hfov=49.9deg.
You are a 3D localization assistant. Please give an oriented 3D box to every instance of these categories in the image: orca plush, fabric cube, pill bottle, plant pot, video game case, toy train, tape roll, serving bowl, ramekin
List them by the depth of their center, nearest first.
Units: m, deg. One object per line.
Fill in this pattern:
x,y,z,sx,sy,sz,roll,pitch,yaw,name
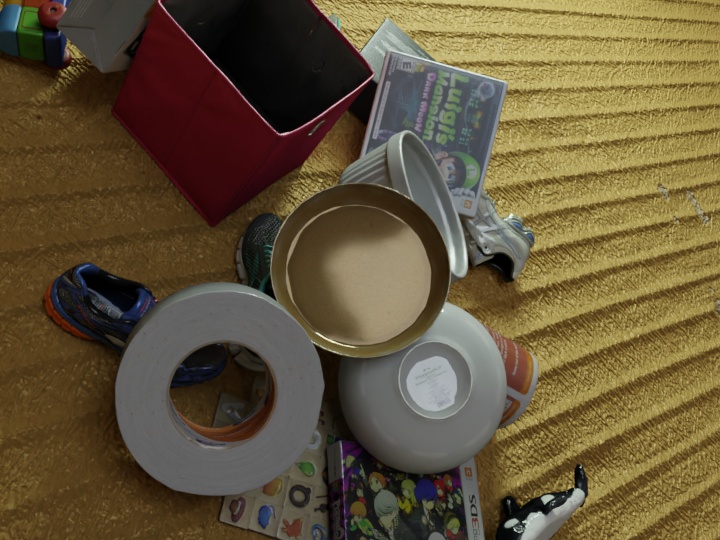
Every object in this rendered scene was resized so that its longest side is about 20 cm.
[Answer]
-0.138,0.115,0.761,0.198,0.066,0.202,-1,96,-14,tape roll
0.000,0.000,0.853,0.198,0.028,0.202,1,72,-5,plant pot
0.076,0.125,0.866,0.198,0.066,0.202,2,78,-9,serving bowl
0.056,0.294,0.877,0.199,0.036,0.183,14,57,-29,video game case
-0.395,-0.339,0.918,0.115,0.085,0.202,5,61,-16,toy train
-0.142,-0.213,0.930,0.200,0.199,0.196,48,48,-1,fabric cube
0.217,0.294,0.969,0.071,0.106,0.199,35,45,30,orca plush
0.117,0.109,0.977,0.199,0.112,0.113,31,51,-16,pill bottle
0.052,-0.066,0.994,0.200,0.104,0.201,50,28,-39,ramekin
0.099,-0.192,1.094,0.180,0.023,0.202,15,87,-3,video game case

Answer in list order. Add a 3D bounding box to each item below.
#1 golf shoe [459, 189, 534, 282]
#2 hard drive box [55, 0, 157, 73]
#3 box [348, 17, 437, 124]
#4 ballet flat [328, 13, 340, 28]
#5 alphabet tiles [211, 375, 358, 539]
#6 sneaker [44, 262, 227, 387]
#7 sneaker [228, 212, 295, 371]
0.170,-0.058,1.136,0.199,0.078,0.098,29,58,-15,golf shoe
-0.237,-0.322,0.910,0.077,0.156,0.200,44,23,-4,hard drive box
0.072,-0.265,1.182,0.200,0.079,0.142,39,47,-10,box
-0.064,-0.305,1.125,0.063,0.067,0.202,10,58,-17,ballet flat
-0.077,0.213,0.858,0.199,0.006,0.168,25,54,-21,alphabet tiles
-0.226,0.057,0.799,0.199,0.078,0.076,28,53,-18,sneaker
-0.099,0.013,0.901,0.077,0.091,0.202,14,57,-28,sneaker
